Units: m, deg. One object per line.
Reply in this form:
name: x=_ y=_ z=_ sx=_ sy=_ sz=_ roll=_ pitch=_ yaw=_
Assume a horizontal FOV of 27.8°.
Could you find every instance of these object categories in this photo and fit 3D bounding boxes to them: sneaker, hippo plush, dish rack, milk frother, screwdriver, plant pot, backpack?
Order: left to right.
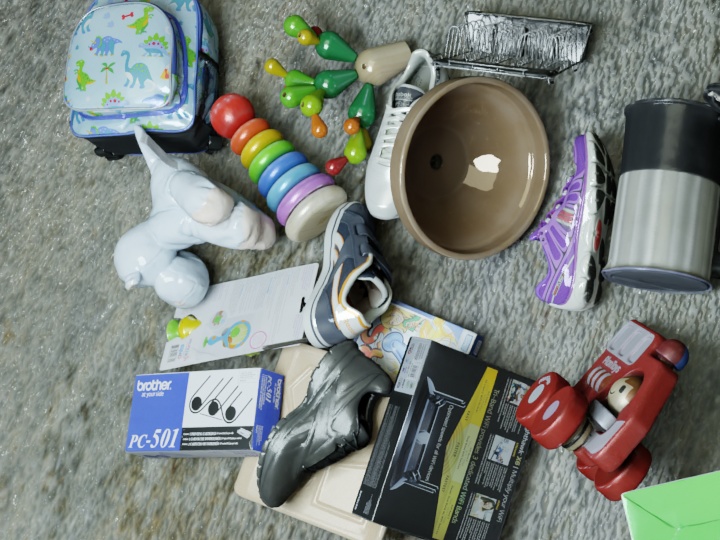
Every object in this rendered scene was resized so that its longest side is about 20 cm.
backpack: x=-0.264 y=-0.253 z=1.779 sx=0.182 sy=0.147 sz=0.201 roll=-2 pitch=73 yaw=15
hippo plush: x=-0.213 y=-0.038 z=1.685 sx=0.200 sy=0.159 sz=0.161 roll=34 pitch=93 yaw=-20
screwdriver: x=-0.061 y=0.073 z=1.607 sx=0.028 sy=0.200 sz=0.029 roll=-35 pitch=73 yaw=23
sneaker: x=-0.039 y=0.177 z=1.570 sx=0.091 sy=0.076 sz=0.201 roll=34 pitch=94 yaw=21
sneaker: x=0.000 y=0.000 z=1.635 sx=0.079 sy=0.078 sz=0.201 roll=-14 pitch=44 yaw=31
sneaker: x=0.047 y=-0.157 z=1.678 sx=0.076 sy=0.081 sz=0.201 roll=14 pitch=76 yaw=18
plant pot: x=0.107 y=-0.118 z=1.627 sx=0.093 sy=0.200 sz=0.202 roll=19 pitch=82 yaw=60
dish rack: x=0.166 y=-0.247 z=1.612 sx=0.152 sy=0.200 sz=0.055 roll=8 pitch=107 yaw=19
sneaker: x=0.230 y=-0.058 z=1.604 sx=0.083 sy=0.081 sz=0.201 roll=6 pitch=80 yaw=26
milk frother: x=0.346 y=-0.084 z=1.505 sx=0.179 sy=0.200 sz=0.189 roll=6 pitch=80 yaw=16

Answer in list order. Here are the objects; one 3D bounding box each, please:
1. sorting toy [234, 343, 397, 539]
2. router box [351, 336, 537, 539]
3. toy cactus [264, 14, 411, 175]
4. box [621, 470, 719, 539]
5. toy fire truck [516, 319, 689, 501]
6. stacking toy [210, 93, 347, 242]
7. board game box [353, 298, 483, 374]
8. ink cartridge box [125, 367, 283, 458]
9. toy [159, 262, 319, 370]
sorting toy: x=-0.030 y=0.191 z=1.621 sx=0.199 sy=0.036 sz=0.186 roll=17 pitch=84 yaw=27
router box: x=0.097 y=0.189 z=1.553 sx=0.052 sy=0.157 sz=0.201 roll=6 pitch=75 yaw=64
toy cactus: x=-0.016 y=-0.221 z=1.730 sx=0.164 sy=0.102 sz=0.201 roll=-23 pitch=68 yaw=-7
box: x=0.373 y=0.248 z=1.429 sx=0.199 sy=0.176 sz=0.097 roll=-16 pitch=75 yaw=15
toy fire truck: x=0.260 y=0.129 z=1.490 sx=0.112 sy=0.200 sz=0.168 roll=38 pitch=92 yaw=-8
stacking toy: x=-0.105 y=-0.132 z=1.722 sx=0.085 sy=0.085 sz=0.200 roll=-41 pitch=72 yaw=6
board game box: x=0.039 y=0.141 z=1.643 sx=0.135 sy=0.034 sz=0.201 roll=21 pitch=86 yaw=22
ink cartridge box: x=-0.180 y=0.165 z=1.673 sx=0.199 sy=0.044 sz=0.095 roll=-6 pitch=71 yaw=37
toy: x=-0.135 y=0.064 z=1.707 sx=0.199 sy=0.047 sz=0.116 roll=-9 pitch=50 yaw=27
